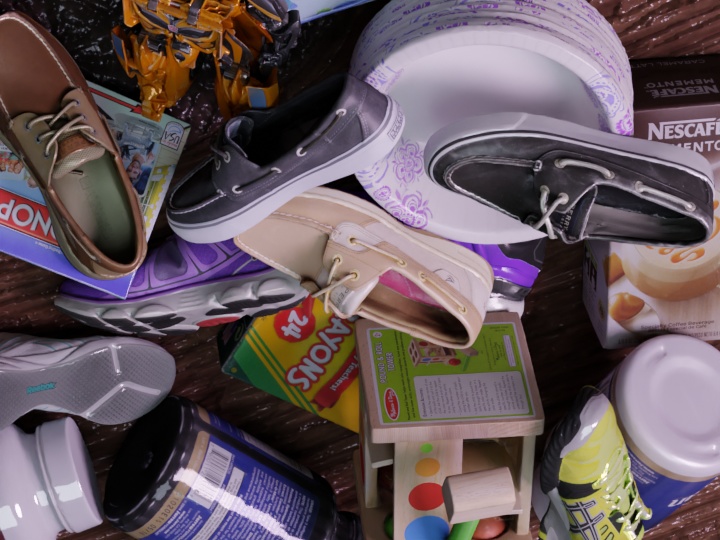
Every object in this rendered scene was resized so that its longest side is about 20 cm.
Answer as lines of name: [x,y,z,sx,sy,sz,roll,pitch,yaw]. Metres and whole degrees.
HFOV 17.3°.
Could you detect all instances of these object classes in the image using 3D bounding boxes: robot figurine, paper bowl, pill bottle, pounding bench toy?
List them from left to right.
pill bottle: [-0.301,0.181,1.784,0.198,0.113,0.114,-18,121,2]
robot figurine: [-0.108,-0.154,1.578,0.144,0.059,0.200,20,159,10]
pill bottle: [-0.089,0.188,1.820,0.199,0.112,0.112,32,111,-23]
pounding bench toy: [0.065,0.155,1.706,0.123,0.201,0.157,-3,127,-5]
paper bowl: [0.089,-0.122,1.632,0.199,0.105,0.202,4,136,4]
pill bottle: [0.206,0.138,1.798,0.110,0.112,0.200,14,149,-16]

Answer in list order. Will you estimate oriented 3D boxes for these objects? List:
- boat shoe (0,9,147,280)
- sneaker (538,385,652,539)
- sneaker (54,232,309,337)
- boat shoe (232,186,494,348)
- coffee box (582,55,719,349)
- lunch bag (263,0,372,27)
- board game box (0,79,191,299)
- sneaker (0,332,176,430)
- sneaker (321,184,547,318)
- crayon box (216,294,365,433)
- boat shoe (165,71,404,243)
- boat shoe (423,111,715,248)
boat shoe: [-0.199,-0.086,1.618,0.075,0.074,0.201,-32,104,-15]
sneaker: [0.175,0.155,1.698,0.076,0.076,0.201,24,149,22]
sneaker: [-0.129,0.000,1.733,0.198,0.084,0.081,-11,165,15]
boat shoe: [0.000,0.000,1.648,0.198,0.070,0.074,18,139,-12]
coffee box: [0.228,-0.050,1.746,0.113,0.080,0.201,-6,120,-5]
lunch bag: [-0.017,-0.260,1.591,0.198,0.083,0.162,-15,118,-1]
board game box: [-0.234,-0.078,1.661,0.199,0.029,0.136,22,86,-19]
sneaker: [-0.234,0.073,1.761,0.199,0.080,0.071,-3,116,-29]
sneaker: [0.052,-0.042,1.739,0.199,0.070,0.100,21,108,-23]
crayon box: [0.007,0.056,1.793,0.199,0.051,0.127,25,113,-21]
boat shoe: [-0.065,-0.080,1.581,0.199,0.070,0.066,-20,135,35]
boat shoe: [0.140,-0.056,1.575,0.198,0.064,0.071,6,137,0]
